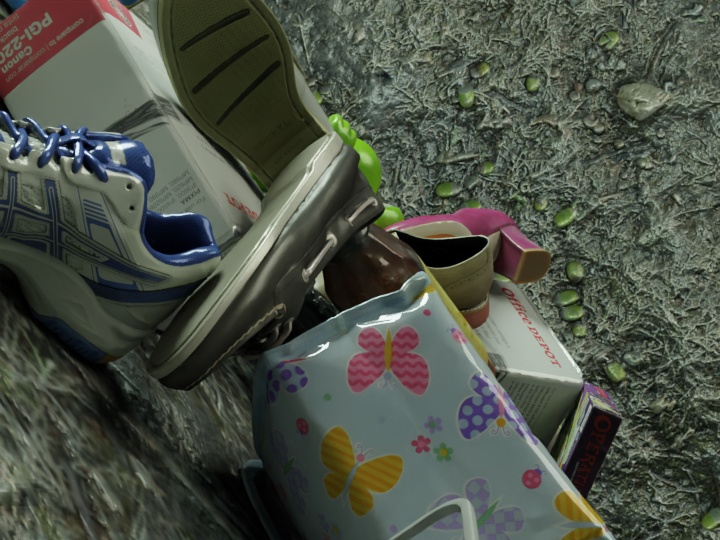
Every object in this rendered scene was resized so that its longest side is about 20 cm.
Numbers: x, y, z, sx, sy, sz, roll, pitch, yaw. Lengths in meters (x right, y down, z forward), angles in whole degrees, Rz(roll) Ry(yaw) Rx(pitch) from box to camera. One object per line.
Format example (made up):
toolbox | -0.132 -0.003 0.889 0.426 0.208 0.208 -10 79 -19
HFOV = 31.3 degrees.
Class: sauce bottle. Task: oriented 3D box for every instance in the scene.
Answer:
sauce bottle | 0.019 0.017 0.821 0.200 0.066 0.066 54 5 -37

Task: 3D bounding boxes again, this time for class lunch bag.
lunch bag | 0.022 0.132 0.663 0.170 0.126 0.200 56 -19 21

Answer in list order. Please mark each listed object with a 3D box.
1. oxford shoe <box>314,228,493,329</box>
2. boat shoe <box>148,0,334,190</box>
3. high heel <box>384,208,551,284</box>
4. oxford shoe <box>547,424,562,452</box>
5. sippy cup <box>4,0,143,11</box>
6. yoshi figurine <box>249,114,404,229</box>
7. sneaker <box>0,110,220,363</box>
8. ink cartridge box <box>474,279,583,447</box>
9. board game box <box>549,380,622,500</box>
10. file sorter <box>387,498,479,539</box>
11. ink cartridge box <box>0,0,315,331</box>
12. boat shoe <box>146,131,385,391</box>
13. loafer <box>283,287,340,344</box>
oxford shoe | 0.000 0.000 0.925 0.071 0.198 0.075 -112 -156 -52
boat shoe | -0.070 -0.110 0.772 0.068 0.074 0.201 53 -4 46
high heel | 0.064 -0.028 1.047 0.199 0.068 0.096 -4 28 -42
oxford shoe | 0.147 0.213 1.083 0.058 0.074 0.202 -3 93 -75
sippy cup | -0.200 -0.236 0.925 0.179 0.130 0.140 57 6 22
yoshi figurine | -0.053 -0.071 0.982 0.199 0.113 0.112 15 4 -39
sneaker | -0.139 -0.042 0.556 0.200 0.088 0.076 45 13 -48
ink cartridge box | 0.056 0.065 1.033 0.198 0.084 0.145 11 28 -27
board game box | 0.144 0.188 0.986 0.032 0.201 0.120 23 6 0
file sorter | 0.047 0.205 0.473 0.201 0.124 0.139 53 6 -5
ink cartridge box | -0.124 -0.061 0.772 0.201 0.085 0.146 55 7 18
boat shoe | -0.036 0.000 0.643 0.057 0.067 0.200 46 40 -13
loafer | -0.025 0.070 0.878 0.201 0.070 0.068 48 4 -28
